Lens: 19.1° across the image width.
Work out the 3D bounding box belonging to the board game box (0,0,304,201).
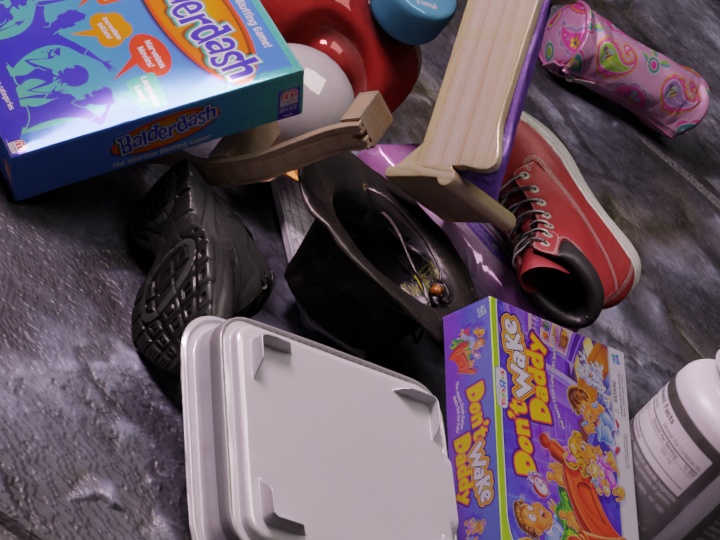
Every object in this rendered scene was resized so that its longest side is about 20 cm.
[{"bbox_3d":[-0.158,-0.138,1.393,0.200,0.045,0.152,-19,54,-19],"label":"board game box"}]

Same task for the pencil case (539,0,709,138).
[{"bbox_3d":[0.280,-0.212,2.290,0.200,0.087,0.087,25,28,-31],"label":"pencil case"}]

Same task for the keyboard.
[{"bbox_3d":[-0.032,-0.011,1.549,0.056,0.011,0.200,28,27,-28],"label":"keyboard"}]

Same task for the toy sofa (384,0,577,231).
[{"bbox_3d":[0.102,-0.134,1.540,0.083,0.098,0.200,35,66,-46],"label":"toy sofa"}]

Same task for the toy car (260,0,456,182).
[{"bbox_3d":[-0.058,-0.145,1.575,0.177,0.184,0.200,38,43,-8],"label":"toy car"}]

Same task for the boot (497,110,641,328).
[{"bbox_3d":[0.119,-0.047,1.581,0.200,0.072,0.144,49,23,7],"label":"boot"}]

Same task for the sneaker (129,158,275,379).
[{"bbox_3d":[-0.092,0.007,1.355,0.091,0.076,0.200,37,25,-26],"label":"sneaker"}]

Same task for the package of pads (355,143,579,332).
[{"bbox_3d":[0.075,-0.011,1.631,0.200,0.076,0.120,49,25,16],"label":"package of pads"}]

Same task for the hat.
[{"bbox_3d":[0.000,0.000,1.473,0.201,0.081,0.201,45,21,-22],"label":"hat"}]

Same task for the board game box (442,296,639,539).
[{"bbox_3d":[0.119,0.132,1.393,0.134,0.045,0.200,22,55,-38],"label":"board game box"}]

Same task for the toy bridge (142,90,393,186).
[{"bbox_3d":[-0.078,-0.084,1.428,0.067,0.200,0.027,-57,133,-41],"label":"toy bridge"}]

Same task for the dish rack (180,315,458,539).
[{"bbox_3d":[-0.014,0.114,1.257,0.200,0.044,0.172,23,48,-38],"label":"dish rack"}]

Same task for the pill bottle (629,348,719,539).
[{"bbox_3d":[0.234,0.134,1.468,0.114,0.200,0.114,34,25,-18],"label":"pill bottle"}]
